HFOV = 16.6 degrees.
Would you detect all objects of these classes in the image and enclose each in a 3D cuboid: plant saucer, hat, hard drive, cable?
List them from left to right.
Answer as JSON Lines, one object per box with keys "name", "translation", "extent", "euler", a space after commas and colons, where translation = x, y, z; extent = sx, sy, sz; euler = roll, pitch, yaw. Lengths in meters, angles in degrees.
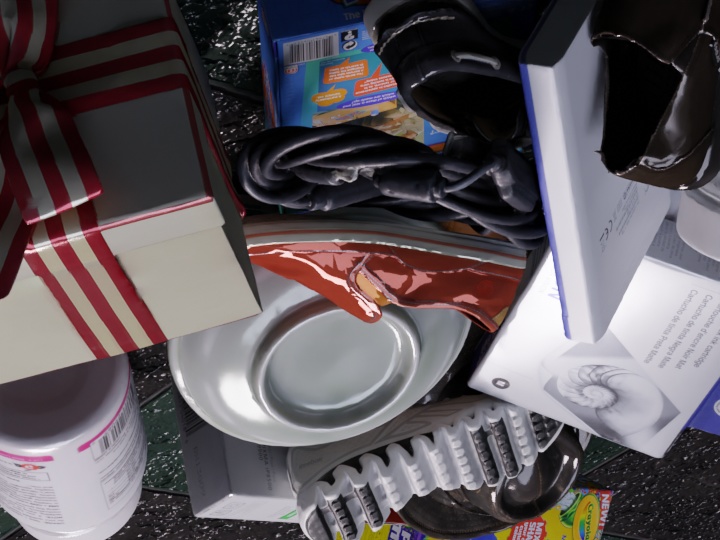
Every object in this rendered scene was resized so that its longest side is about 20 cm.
{"name": "plant saucer", "translation": [-0.019, 0.047, 1.538], "extent": [0.199, 0.050, 0.201], "euler": [-10, 132, -11]}
{"name": "cable", "translation": [0.022, -0.043, 1.371], "extent": [0.163, 0.051, 0.200], "euler": [2, 175, 15]}
{"name": "hat", "translation": [0.105, 0.121, 1.761], "extent": [0.200, 0.081, 0.201], "euler": [-12, 119, -22]}
{"name": "hard drive", "translation": [0.134, -0.076, 1.380], "extent": [0.025, 0.132, 0.200], "euler": [10, 136, 25]}

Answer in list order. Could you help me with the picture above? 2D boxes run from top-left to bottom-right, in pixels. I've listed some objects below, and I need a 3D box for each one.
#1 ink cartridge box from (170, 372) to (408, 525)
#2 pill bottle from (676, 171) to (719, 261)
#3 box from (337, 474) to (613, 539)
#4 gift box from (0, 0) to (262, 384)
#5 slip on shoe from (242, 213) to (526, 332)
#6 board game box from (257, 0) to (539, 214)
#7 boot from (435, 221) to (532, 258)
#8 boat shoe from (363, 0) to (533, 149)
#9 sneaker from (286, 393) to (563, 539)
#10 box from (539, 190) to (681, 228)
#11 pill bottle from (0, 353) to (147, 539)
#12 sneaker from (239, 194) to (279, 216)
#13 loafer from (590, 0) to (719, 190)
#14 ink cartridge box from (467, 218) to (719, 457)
{"name": "ink cartridge box", "translation": [-0.036, 0.122, 1.755], "extent": [0.200, 0.109, 0.050], "euler": [8, 152, -40]}
{"name": "pill bottle", "translation": [0.237, -0.107, 1.359], "extent": [0.114, 0.114, 0.201], "euler": [-2, 116, -25]}
{"name": "box", "translation": [0.067, 0.240, 1.918], "extent": [0.192, 0.201, 0.122], "euler": [8, -170, -40]}
{"name": "gift box", "translation": [-0.167, -0.049, 1.272], "extent": [0.199, 0.185, 0.187], "euler": [-19, 156, -1]}
{"name": "slip on shoe", "translation": [0.000, 0.000, 1.452], "extent": [0.199, 0.061, 0.074], "euler": [8, -178, -14]}
{"name": "board game box", "translation": [0.020, -0.110, 1.408], "extent": [0.152, 0.045, 0.200], "euler": [-13, 153, -7]}
{"name": "boot", "translation": [0.006, 0.010, 1.617], "extent": [0.200, 0.074, 0.155], "euler": [-38, 144, 26]}
{"name": "boat shoe", "translation": [0.072, -0.097, 1.344], "extent": [0.074, 0.060, 0.200], "euler": [-28, 152, 18]}
{"name": "sneaker", "translation": [0.042, 0.114, 1.682], "extent": [0.199, 0.081, 0.075], "euler": [-20, 136, -7]}
{"name": "box", "translation": [0.196, -0.069, 1.519], "extent": [0.116, 0.060, 0.200], "euler": [24, 143, -11]}
{"name": "pill bottle", "translation": [-0.201, 0.105, 1.629], "extent": [0.113, 0.114, 0.200], "euler": [-13, 153, -6]}
{"name": "sneaker", "translation": [-0.069, 0.021, 1.572], "extent": [0.071, 0.080, 0.200], "euler": [-15, 153, 5]}
{"name": "loafer", "translation": [0.161, -0.135, 1.293], "extent": [0.073, 0.201, 0.071], "euler": [13, -159, 43]}
{"name": "ink cartridge box", "translation": [0.191, 0.046, 1.583], "extent": [0.199, 0.041, 0.200], "euler": [19, 143, -5]}
